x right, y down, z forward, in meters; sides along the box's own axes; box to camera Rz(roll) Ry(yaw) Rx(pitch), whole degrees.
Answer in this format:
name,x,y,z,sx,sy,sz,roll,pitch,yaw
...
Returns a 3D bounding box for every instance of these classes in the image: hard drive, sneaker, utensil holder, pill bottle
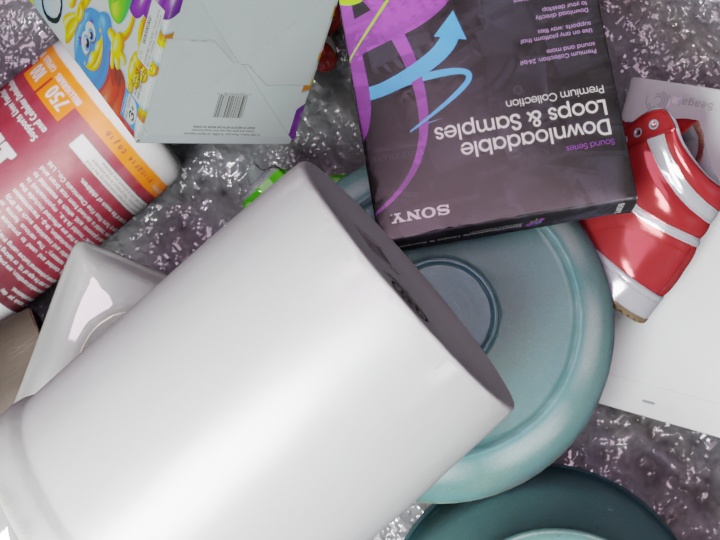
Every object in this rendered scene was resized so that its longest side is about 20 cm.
name,x,y,z,sx,sy,sz,roll,pitch,yaw
hard drive,0.200,-0.009,0.853,0.131,0.026,0.201,14,87,32
sneaker,0.130,-0.074,0.850,0.200,0.071,0.113,44,107,22
utensil holder,-0.049,0.072,0.687,0.200,0.170,0.170,-41,81,7
pill bottle,-0.218,-0.041,0.878,0.200,0.113,0.113,-41,81,-2

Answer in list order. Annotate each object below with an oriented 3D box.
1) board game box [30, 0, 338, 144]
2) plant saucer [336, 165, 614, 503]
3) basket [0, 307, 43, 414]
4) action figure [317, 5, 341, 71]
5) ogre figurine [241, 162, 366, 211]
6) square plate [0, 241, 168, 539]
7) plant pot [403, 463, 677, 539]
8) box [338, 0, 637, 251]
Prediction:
name,x,y,z,sx,sy,sz,roll,pitch,yaw
board game box,-0.114,-0.170,0.831,0.200,0.104,0.104,49,130,40
plant saucer,0.044,0.027,0.787,0.198,0.027,0.202,0,78,1
basket,-0.258,0.118,0.843,0.199,0.180,0.137,-29,99,-8
action figure,-0.043,-0.226,0.924,0.065,0.052,0.202,-13,84,-1
ogre figurine,0.000,0.000,0.864,0.198,0.098,0.121,6,93,16
square plate,-0.103,0.111,0.801,0.199,0.028,0.199,22,88,-14
plant pot,0.104,0.208,0.780,0.198,0.188,0.202,-1,83,5
box,0.064,-0.119,0.783,0.142,0.036,0.202,-10,80,1
